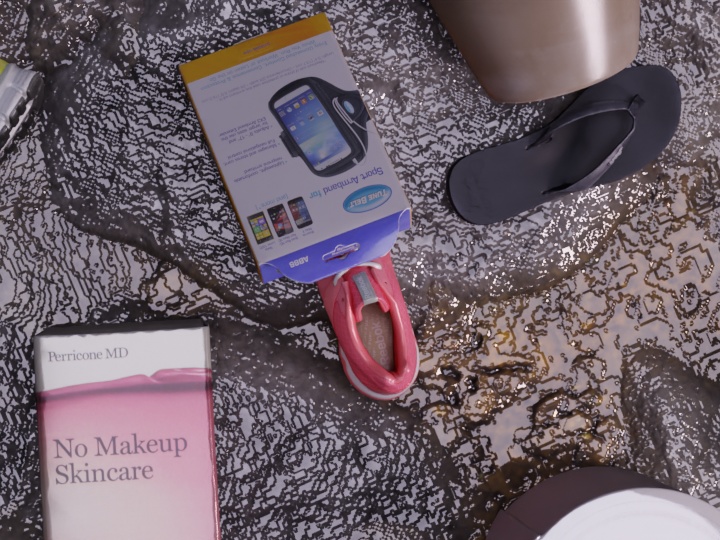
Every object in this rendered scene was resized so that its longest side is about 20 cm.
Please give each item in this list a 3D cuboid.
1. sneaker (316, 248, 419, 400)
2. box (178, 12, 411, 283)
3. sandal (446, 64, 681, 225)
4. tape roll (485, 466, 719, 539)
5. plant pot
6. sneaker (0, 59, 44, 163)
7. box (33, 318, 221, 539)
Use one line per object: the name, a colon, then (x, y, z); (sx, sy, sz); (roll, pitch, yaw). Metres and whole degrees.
sneaker: (0.000, 0.000, 1.357); (0.073, 0.087, 0.201); (-22, 92, -6)
box: (-0.045, -0.081, 1.338); (0.119, 0.042, 0.201); (-20, 69, -6)
sandal: (0.162, -0.090, 1.397); (0.200, 0.043, 0.076); (-30, 94, -5)
tape roll: (0.192, 0.252, 1.355); (0.202, 0.139, 0.204); (0, 91, -7)
plant pot: (0.126, -0.224, 1.333); (0.199, 0.200, 0.174); (-22, 109, -6)
sneaker: (-0.318, -0.077, 1.334); (0.090, 0.078, 0.200); (33, 81, 3)
box: (-0.167, 0.139, 1.328); (0.127, 0.109, 0.201); (-4, 91, -6)
